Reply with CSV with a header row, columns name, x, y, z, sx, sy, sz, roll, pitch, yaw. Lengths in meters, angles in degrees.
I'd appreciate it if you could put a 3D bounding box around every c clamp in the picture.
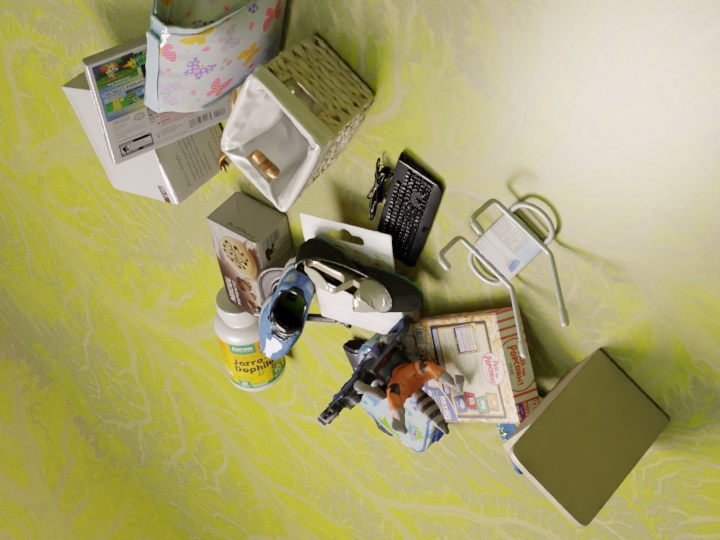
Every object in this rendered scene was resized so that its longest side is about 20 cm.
name,x,y,z,sx,sy,sz,roll,pitch,yaw
c clamp,-0.086,0.056,1.807,0.198,0.027,0.172,-1,128,19

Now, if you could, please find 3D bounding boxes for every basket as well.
name,x,y,z,sx,sy,sz,roll,pitch,yaw
basket,-0.083,-0.195,1.475,0.136,0.123,0.200,46,152,3

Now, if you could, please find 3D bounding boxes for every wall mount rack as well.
name,x,y,z,sx,sy,sz,roll,pitch,yaw
wall mount rack,0.188,0.007,1.396,0.174,0.075,0.200,45,152,4

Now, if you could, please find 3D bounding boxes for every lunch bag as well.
name,x,y,z,sx,sy,sz,roll,pitch,yaw
lunch bag,0.074,0.187,1.762,0.160,0.082,0.201,36,149,23
lunch bag,-0.196,-0.308,1.415,0.127,0.200,0.170,40,151,14

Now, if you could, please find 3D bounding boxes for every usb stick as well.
name,x,y,z,sx,sy,sz,roll,pitch,yaw
usb stick,0.021,0.200,1.901,0.055,0.033,0.201,15,137,44

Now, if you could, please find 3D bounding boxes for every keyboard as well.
name,x,y,z,sx,sy,sz,roll,pitch,yaw
keyboard,0.046,-0.077,1.527,0.104,0.040,0.201,39,149,15

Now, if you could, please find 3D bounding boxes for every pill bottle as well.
name,x,y,z,sx,sy,sz,roll,pitch,yaw
pill bottle,-0.202,0.116,2.023,0.112,0.113,0.201,29,145,31

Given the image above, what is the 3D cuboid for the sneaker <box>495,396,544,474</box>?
name,x,y,z,sx,sy,sz,roll,pitch,yaw
sneaker,0.220,0.220,1.575,0.199,0.105,0.076,23,144,38

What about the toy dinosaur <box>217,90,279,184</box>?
name,x,y,z,sx,sy,sz,roll,pitch,yaw
toy dinosaur,-0.172,-0.196,1.685,0.105,0.061,0.201,-11,125,30

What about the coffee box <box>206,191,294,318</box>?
name,x,y,z,sx,sy,sz,roll,pitch,yaw
coffee box,-0.172,-0.017,1.856,0.112,0.080,0.201,27,145,29

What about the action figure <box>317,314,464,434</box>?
name,x,y,z,sx,sy,sz,roll,pitch,yaw
action figure,0.042,0.175,1.595,0.105,0.200,0.193,45,177,-29

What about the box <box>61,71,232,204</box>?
name,x,y,z,sx,sy,sz,roll,pitch,yaw
box,-0.334,-0.232,1.768,0.199,0.131,0.200,15,137,45

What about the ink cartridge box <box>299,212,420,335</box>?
name,x,y,z,sx,sy,sz,roll,pitch,yaw
ink cartridge box,0.000,0.000,1.656,0.161,0.050,0.201,15,133,29

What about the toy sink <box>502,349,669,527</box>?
name,x,y,z,sx,sy,sz,roll,pitch,yaw
toy sink,0.269,0.223,1.417,0.130,0.200,0.112,44,151,5

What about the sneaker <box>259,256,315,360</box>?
name,x,y,z,sx,sy,sz,roll,pitch,yaw
sneaker,-0.122,0.073,1.754,0.078,0.089,0.201,22,131,0

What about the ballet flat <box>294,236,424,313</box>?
name,x,y,z,sx,sy,sz,roll,pitch,yaw
ballet flat,-0.009,0.021,1.588,0.199,0.068,0.068,25,138,19

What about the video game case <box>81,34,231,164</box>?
name,x,y,z,sx,sy,sz,roll,pitch,yaw
video game case,-0.282,-0.259,1.598,0.022,0.199,0.183,51,158,37

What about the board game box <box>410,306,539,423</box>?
name,x,y,z,sx,sy,sz,roll,pitch,yaw
board game box,0.157,0.134,1.562,0.199,0.046,0.153,-9,93,58
